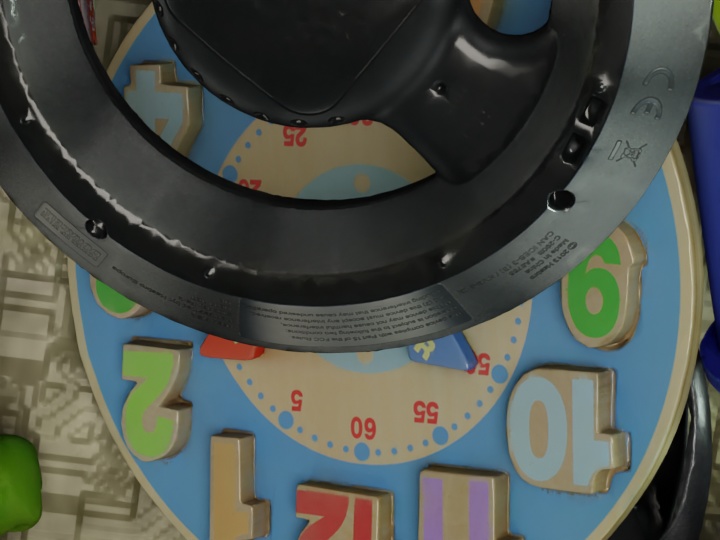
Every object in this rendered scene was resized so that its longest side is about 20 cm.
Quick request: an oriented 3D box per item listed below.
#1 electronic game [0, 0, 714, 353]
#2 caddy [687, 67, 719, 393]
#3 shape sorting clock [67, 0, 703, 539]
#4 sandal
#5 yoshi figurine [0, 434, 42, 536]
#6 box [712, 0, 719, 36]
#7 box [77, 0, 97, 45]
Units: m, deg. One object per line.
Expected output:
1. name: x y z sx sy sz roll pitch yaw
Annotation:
1. electronic game: -0.013 -0.075 0.726 0.199 0.042 0.201 3 109 9
2. caddy: 0.185 -0.017 0.807 0.200 0.141 0.105 -19 107 -12
3. shape sorting clock: 0.000 0.000 0.806 0.200 0.039 0.201 7 103 30
4. sandal: 0.082 0.065 0.855 0.043 0.076 0.201 -5 110 7
5. yoshi figurine: -0.141 0.056 0.825 0.112 0.112 0.201 -8 94 21
6. box: 0.138 -0.126 0.788 0.048 0.200 0.122 -19 101 36
7. box: -0.176 -0.090 0.791 0.199 0.095 0.100 -9 102 -5
